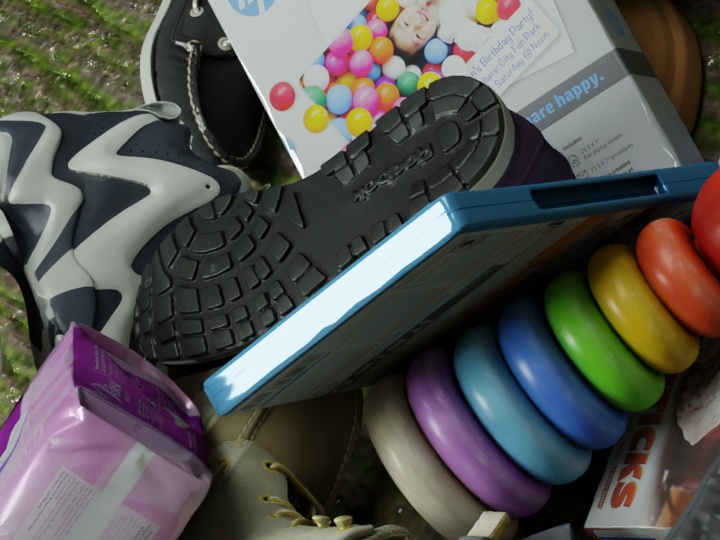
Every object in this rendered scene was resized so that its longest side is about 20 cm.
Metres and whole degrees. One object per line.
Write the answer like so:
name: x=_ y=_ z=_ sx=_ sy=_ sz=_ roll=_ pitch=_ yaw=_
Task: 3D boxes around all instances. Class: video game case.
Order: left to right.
video game case: x=0.047 y=0.005 z=1.169 sx=0.143 sy=0.200 sz=0.018 roll=-39 pitch=72 yaw=33

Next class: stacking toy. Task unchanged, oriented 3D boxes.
stacking toy: x=0.100 y=0.025 z=1.159 sx=0.200 sy=0.085 sz=0.085 roll=-38 pitch=37 yaw=17

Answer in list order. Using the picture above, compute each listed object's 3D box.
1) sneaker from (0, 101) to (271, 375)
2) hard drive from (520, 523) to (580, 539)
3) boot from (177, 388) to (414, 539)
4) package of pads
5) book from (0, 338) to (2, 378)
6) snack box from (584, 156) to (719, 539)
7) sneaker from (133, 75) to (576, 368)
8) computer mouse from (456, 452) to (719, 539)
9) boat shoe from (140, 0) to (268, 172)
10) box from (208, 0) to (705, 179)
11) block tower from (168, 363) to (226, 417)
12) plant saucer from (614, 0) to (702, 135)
sneaker: x=-0.088 y=0.007 z=1.305 sx=0.129 sy=0.080 sz=0.199 roll=-18 pitch=62 yaw=-17
hard drive: x=0.015 y=0.194 z=1.153 sx=0.200 sy=0.042 sz=0.135 roll=-29 pitch=40 yaw=23
boot: x=-0.022 y=0.110 z=1.181 sx=0.155 sy=0.072 sz=0.200 roll=-13 pitch=40 yaw=53
package of pads: x=-0.141 y=0.128 z=1.185 sx=0.200 sy=0.076 sz=0.121 roll=-55 pitch=14 yaw=10
book: x=-0.203 y=0.069 z=1.285 sx=0.134 sy=0.048 sz=0.200 roll=-104 pitch=32 yaw=-47
snack box: x=0.156 y=0.024 z=1.189 sx=0.072 sy=0.024 sz=0.200 roll=-5 pitch=54 yaw=45
sneaker: x=0.000 y=0.000 z=1.218 sx=0.200 sy=0.088 sz=0.076 roll=-26 pitch=53 yaw=26
computer mouse: x=0.109 y=0.120 z=1.091 sx=0.140 sy=0.046 sz=0.200 roll=29 pitch=68 yaw=25
boat shoe: x=-0.065 y=-0.119 z=1.498 sx=0.060 sy=0.074 sz=0.200 roll=-31 pitch=31 yaw=26
box: x=0.038 y=-0.087 z=1.273 sx=0.156 sy=0.041 sz=0.200 roll=-32 pitch=75 yaw=21
block tower: x=-0.074 y=0.109 z=1.305 sx=0.054 sy=0.058 sz=0.200 roll=-16 pitch=47 yaw=33
plant saucer: x=0.064 y=-0.064 z=1.350 sx=0.200 sy=0.037 sz=0.200 roll=-25 pitch=41 yaw=24
